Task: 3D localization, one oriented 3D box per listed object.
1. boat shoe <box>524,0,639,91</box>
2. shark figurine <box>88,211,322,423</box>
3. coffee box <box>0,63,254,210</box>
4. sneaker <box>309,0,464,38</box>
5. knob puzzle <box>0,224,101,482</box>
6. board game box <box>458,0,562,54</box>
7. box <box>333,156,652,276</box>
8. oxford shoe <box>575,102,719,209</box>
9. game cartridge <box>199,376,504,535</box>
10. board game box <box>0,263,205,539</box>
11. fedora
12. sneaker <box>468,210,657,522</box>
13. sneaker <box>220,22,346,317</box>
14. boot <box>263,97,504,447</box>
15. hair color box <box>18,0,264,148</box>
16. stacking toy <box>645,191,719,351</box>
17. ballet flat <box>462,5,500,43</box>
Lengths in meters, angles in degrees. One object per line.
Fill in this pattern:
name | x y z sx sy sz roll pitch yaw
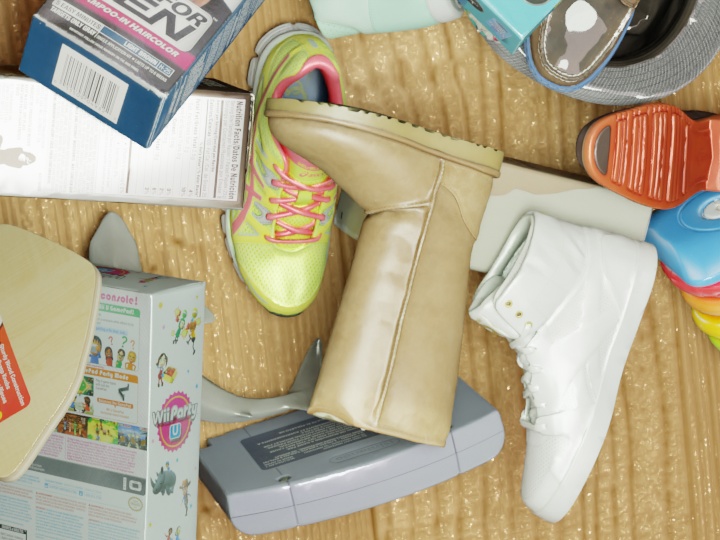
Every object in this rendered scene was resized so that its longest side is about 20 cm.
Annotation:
boat shoe | 0.164 -0.214 1.584 0.072 0.072 0.201 22 90 -6
shark figurine | -0.113 0.071 1.644 0.214 0.089 0.129 32 91 -18
coffee box | -0.181 -0.089 1.578 0.199 0.114 0.080 3 99 -18
sneaker | -0.003 -0.255 1.622 0.117 0.074 0.202 -11 77 20
knob puzzle | -0.248 0.056 1.551 0.220 0.219 0.030 -48 146 -3
board game box | 0.113 -0.262 1.522 0.151 0.047 0.200 43 81 1
box | 0.092 -0.040 1.681 0.199 0.095 0.078 12 97 -20
oxford shoe | 0.200 -0.082 1.673 0.199 0.072 0.072 1 98 -51
game cartridge | -0.008 0.125 1.660 0.199 0.133 0.042 -16 113 -13
board game box | -0.178 0.100 1.594 0.064 0.147 0.201 -13 109 -55
fedora | 0.158 -0.208 1.667 0.199 0.090 0.178 21 91 -7
sneaker | 0.116 0.061 1.628 0.115 0.074 0.201 18 87 -18
sneaker | -0.047 -0.064 1.635 0.078 0.090 0.201 -2 102 -17
boot | 0.000 0.000 1.566 0.174 0.066 0.201 15 88 -14
hair color box | -0.122 -0.181 1.538 0.100 0.061 0.200 32 53 3
stacking toy | 0.289 0.035 1.760 0.109 0.116 0.201 -27 118 -8
ballet flat | 0.083 -0.251 1.571 0.075 0.064 0.201 -13 88 -41
